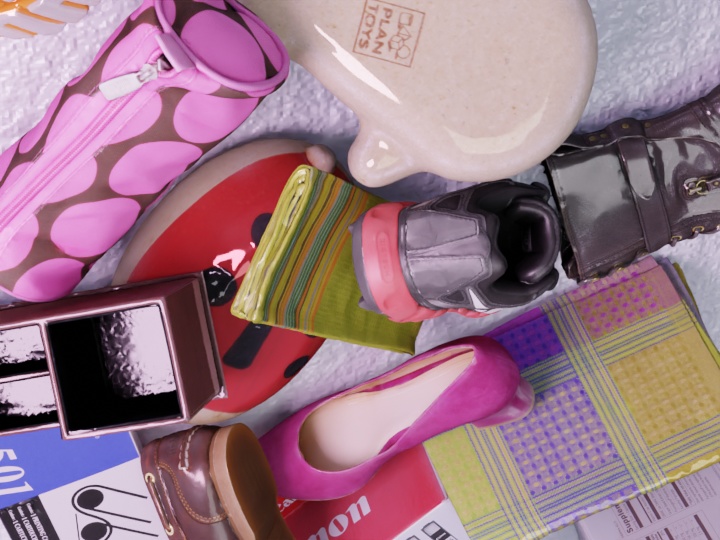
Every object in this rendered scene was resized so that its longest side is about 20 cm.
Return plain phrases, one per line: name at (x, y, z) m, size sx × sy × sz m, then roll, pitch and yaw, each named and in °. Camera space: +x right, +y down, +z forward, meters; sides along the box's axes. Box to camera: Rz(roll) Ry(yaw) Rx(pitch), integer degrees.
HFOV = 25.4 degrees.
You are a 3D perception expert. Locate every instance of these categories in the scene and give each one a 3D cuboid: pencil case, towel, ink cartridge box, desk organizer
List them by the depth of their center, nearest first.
pencil case at (-0.130, -0.062, 0.803) m, size 0.091 × 0.094 × 0.200 m, roll 43°, pitch 121°, yaw -7°
desk organizer at (-0.181, 0.055, 0.848) m, size 0.200 × 0.077 × 0.072 m, roll -10°, pitch 96°, yaw 9°
towel at (0.000, 0.000, 0.890) m, size 0.200 × 0.018 × 0.086 m, roll 18°, pitch 98°, yaw -62°
ink cartridge box at (-0.179, 0.124, 0.980) m, size 0.094 × 0.044 × 0.200 m, roll -20°, pitch 129°, yaw -6°
towel at (0.138, 0.085, 1.004) m, size 0.200 × 0.144 × 0.023 m, roll -25°, pitch 151°, yaw -1°
ink cartridge box at (-0.005, 0.201, 1.074) m, size 0.200 × 0.084 × 0.176 m, roll -40°, pitch 128°, yaw 12°

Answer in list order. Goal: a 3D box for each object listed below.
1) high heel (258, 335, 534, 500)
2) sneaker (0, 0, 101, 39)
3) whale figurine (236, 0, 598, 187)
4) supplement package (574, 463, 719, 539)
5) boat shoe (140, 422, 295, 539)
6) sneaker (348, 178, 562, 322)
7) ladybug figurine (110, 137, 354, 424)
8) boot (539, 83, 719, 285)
high heel at (0.003, 0.089, 0.971) m, size 0.200 × 0.067 × 0.096 m, roll -14°, pitch 154°, yaw 19°
sneaker at (-0.142, -0.181, 0.750) m, size 0.200 × 0.077 × 0.078 m, roll -35°, pitch 144°, yaw 32°
whale figurine at (0.023, -0.123, 0.845) m, size 0.200 × 0.104 × 0.159 m, roll 13°, pitch 99°, yaw -3°
supplement package at (0.272, 0.203, 1.128) m, size 0.200 × 0.151 × 0.152 m, roll -24°, pitch 130°, yaw -1°
boat shoe at (-0.074, 0.185, 0.984) m, size 0.070 × 0.070 × 0.200 m, roll -13°, pitch 105°, yaw 21°
sneaker at (0.077, -0.011, 0.891) m, size 0.098 × 0.071 × 0.200 m, roll -10°, pitch 177°, yaw 28°
ladybug figurine at (-0.068, 0.014, 0.918) m, size 0.136 × 0.072 × 0.200 m, roll 16°, pitch 118°, yaw -28°
boot at (0.205, -0.036, 0.989) m, size 0.174 × 0.069 × 0.200 m, roll -26°, pitch 122°, yaw 4°
